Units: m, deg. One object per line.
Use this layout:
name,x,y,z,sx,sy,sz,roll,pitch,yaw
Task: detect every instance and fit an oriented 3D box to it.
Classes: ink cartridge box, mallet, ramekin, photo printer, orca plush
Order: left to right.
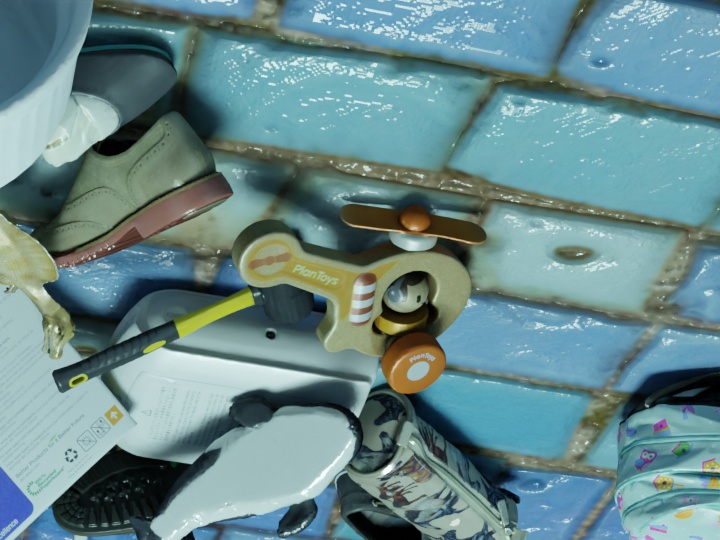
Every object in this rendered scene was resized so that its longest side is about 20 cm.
ramekin,-0.250,-0.130,0.958,0.200,0.201,0.098,6,150,-7
ink cartridge box,-0.296,0.102,1.244,0.200,0.198,0.047,52,160,-13
mallet,-0.126,0.032,1.232,0.199,0.041,0.066,-20,139,-17
photo printer,-0.101,0.090,1.342,0.199,0.070,0.167,9,141,-10
orca plush,-0.074,0.161,1.315,0.200,0.105,0.071,-46,166,16

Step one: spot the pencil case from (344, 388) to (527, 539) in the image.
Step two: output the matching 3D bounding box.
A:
pencil case,0.059,0.175,1.442,0.089,0.078,0.200,-5,146,36

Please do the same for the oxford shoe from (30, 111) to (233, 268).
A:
oxford shoe,-0.166,-0.053,1.176,0.200,0.070,0.075,-21,94,40

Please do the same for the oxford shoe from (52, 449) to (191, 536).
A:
oxford shoe,-0.157,0.185,1.410,0.199,0.073,0.085,-11,147,-28

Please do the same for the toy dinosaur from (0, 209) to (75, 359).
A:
toy dinosaur,-0.248,-0.025,1.170,0.101,0.058,0.200,17,148,32

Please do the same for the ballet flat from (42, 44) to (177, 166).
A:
ballet flat,-0.214,-0.096,1.101,0.199,0.073,0.073,-5,142,7

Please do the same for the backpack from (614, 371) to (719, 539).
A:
backpack,0.304,0.163,1.387,0.199,0.127,0.167,5,146,0

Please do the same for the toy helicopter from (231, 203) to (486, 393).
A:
toy helicopter,0.000,0.000,1.212,0.200,0.079,0.132,17,118,-38

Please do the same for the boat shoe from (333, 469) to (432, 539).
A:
boat shoe,0.037,0.233,1.529,0.070,0.066,0.200,-15,140,20

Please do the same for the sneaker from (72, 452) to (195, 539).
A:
sneaker,-0.192,0.221,1.506,0.111,0.077,0.200,13,146,-6
